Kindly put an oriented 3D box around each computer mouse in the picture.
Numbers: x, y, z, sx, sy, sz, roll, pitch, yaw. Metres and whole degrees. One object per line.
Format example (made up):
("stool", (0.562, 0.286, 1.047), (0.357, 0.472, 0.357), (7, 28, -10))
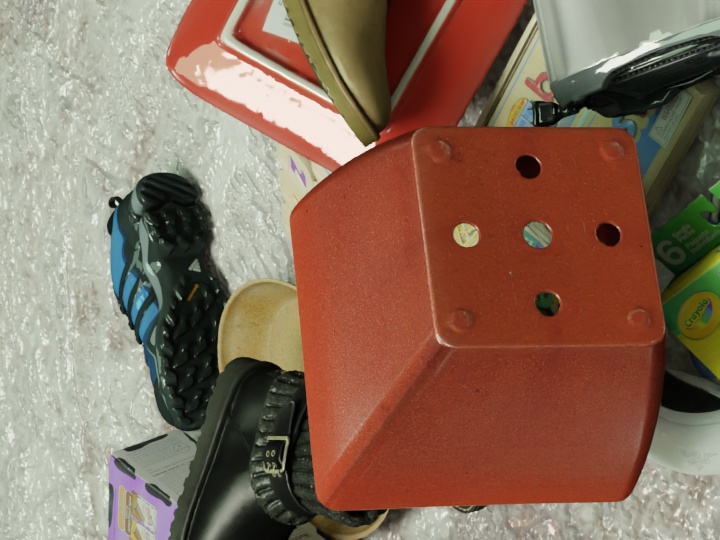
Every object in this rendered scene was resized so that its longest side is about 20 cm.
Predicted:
("computer mouse", (0.167, 0.085, 1.634), (0.200, 0.044, 0.110), (20, 147, 42))

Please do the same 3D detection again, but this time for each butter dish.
("butter dish", (0.005, -0.165, 1.729), (0.199, 0.148, 0.200), (30, 91, 13))

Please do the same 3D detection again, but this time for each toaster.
("toaster", (0.178, -0.173, 1.537), (0.199, 0.113, 0.130), (-19, 77, 30))

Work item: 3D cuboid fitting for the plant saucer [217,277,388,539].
("plant saucer", (-0.028, 0.094, 1.858), (0.200, 0.035, 0.201), (32, 133, 41))

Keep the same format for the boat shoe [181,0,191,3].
("boat shoe", (-0.099, -0.231, 1.866), (0.075, 0.086, 0.203), (-39, 68, 44))

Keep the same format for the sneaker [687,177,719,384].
("sneaker", (0.231, -0.019, 1.549), (0.076, 0.077, 0.201), (37, 125, 35))

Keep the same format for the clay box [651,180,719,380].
("clay box", (0.258, 0.036, 1.485), (0.200, 0.048, 0.115), (43, 133, -5))

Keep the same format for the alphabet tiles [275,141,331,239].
("alphabet tiles", (0.000, 0.000, 1.781), (0.196, 0.015, 0.200), (52, 160, 30))

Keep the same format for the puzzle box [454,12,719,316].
("puzzle box", (0.133, -0.074, 1.664), (0.133, 0.025, 0.200), (42, 122, 25))

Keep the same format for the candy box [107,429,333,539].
("candy box", (-0.106, 0.242, 1.948), (0.200, 0.071, 0.168), (31, 128, 40))

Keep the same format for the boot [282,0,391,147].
("boot", (0.048, -0.196, 1.615), (0.199, 0.066, 0.176), (-26, 79, 6))

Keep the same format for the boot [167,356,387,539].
("boot", (-0.047, 0.165, 1.763), (0.157, 0.079, 0.212), (11, 92, 43))

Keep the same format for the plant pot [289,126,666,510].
("plant pot", (0.079, 0.014, 1.508), (0.176, 0.199, 0.201), (117, 150, -63))

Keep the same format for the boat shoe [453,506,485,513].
("boat shoe", (0.058, 0.098, 1.696), (0.073, 0.065, 0.200), (36, 150, 30))

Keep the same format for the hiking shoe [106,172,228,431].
("hiking shoe", (-0.146, 0.029, 1.983), (0.087, 0.074, 0.201), (-28, 66, 54))
